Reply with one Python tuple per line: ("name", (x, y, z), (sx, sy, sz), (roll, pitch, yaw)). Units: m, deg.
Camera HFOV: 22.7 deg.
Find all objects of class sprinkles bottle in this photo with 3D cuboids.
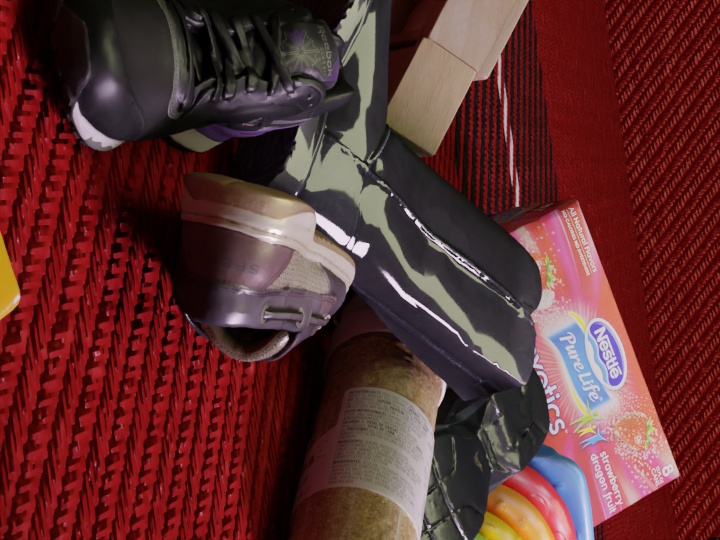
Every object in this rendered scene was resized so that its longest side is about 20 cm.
("sprinkles bottle", (0.003, 0.101, 0.910), (0.201, 0.067, 0.069), (-77, 155, -55))

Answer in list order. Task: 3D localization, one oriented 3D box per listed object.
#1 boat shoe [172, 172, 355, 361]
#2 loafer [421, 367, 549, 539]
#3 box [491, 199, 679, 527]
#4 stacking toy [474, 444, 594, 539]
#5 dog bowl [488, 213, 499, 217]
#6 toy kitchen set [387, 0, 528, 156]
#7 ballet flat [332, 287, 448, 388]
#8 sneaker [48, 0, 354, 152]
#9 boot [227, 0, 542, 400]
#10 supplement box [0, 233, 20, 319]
("boat shoe", (-0.046, 0.006, 0.777), (0.200, 0.071, 0.065), (69, 39, -81))
("loafer", (0.037, 0.117, 1.035), (0.200, 0.072, 0.074), (-32, 108, -52))
("box", (0.116, 0.064, 1.181), (0.095, 0.099, 0.202), (-6, -74, 64))
("stacking toy", (0.056, 0.186, 1.059), (0.200, 0.115, 0.111), (-36, 121, -59))
("dog bowl", (0.111, 0.058, 1.343), (0.200, 0.078, 0.203), (-7, 90, -76))
("toy kitchen set", (-0.008, -0.195, 1.061), (0.201, 0.179, 0.163), (-62, -160, -9))
("ballet flat", (0.000, 0.000, 1.002), (0.062, 0.067, 0.201), (-47, 130, -37))
("sneaker", (-0.057, -0.092, 0.730), (0.200, 0.087, 0.077), (-14, 96, -76))
("boot", (0.030, -0.050, 0.925), (0.200, 0.065, 0.166), (37, 62, -34))
("supplement box", (-0.146, 0.001, 0.276), (0.200, 0.085, 0.111), (-53, 135, -59))
